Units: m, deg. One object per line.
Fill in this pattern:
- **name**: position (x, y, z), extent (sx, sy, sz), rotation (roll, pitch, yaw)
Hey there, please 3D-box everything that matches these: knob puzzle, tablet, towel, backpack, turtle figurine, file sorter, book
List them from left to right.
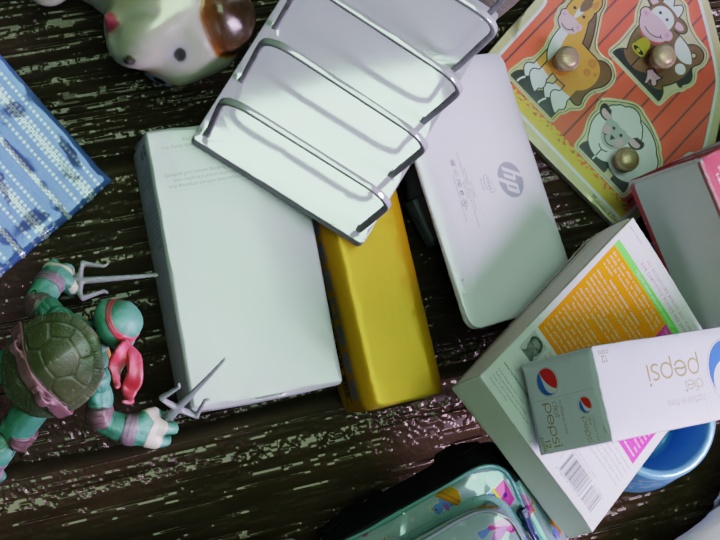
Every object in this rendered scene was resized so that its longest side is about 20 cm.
- **towel**: position (-0.296, -0.054, 1.099), extent (0.200, 0.024, 0.145), rotation (-42, 95, -15)
- **turtle figurine**: position (-0.198, 0.061, 1.041), extent (0.200, 0.101, 0.150), rotation (-29, 74, 19)
- **file sorter**: position (0.003, -0.145, 1.050), extent (0.139, 0.125, 0.200), rotation (32, 76, -6)
- **backpack**: position (0.077, 0.244, 1.087), extent (0.176, 0.153, 0.200), rotation (-30, 99, 6)
- **tablet**: position (0.093, -0.063, 1.156), extent (0.130, 0.014, 0.200), rotation (-13, 84, -44)
- **book**: position (0.167, 0.073, 1.102), extent (0.134, 0.048, 0.200), rotation (53, 51, -7)
- **knob puzzle**: position (0.211, -0.159, 1.239), extent (0.219, 0.030, 0.220), rotation (2, 82, -14)

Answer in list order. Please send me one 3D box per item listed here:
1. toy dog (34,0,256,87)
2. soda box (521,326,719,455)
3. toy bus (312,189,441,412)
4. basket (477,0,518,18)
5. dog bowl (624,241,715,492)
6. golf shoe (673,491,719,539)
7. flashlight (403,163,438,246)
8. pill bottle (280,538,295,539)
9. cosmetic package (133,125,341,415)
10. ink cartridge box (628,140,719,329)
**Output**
- **toy dog**: position (-0.152, -0.227, 1.115), extent (0.194, 0.139, 0.200), rotation (-11, 84, -52)
- **soda box**: position (0.206, 0.078, 1.063), extent (0.200, 0.068, 0.064), rotation (-6, 81, -40)
- **toy bus**: position (0.000, 0.000, 1.140), extent (0.065, 0.078, 0.200), rotation (-12, 87, -16)
- **basket**: position (0.047, -0.284, 1.153), extent (0.200, 0.180, 0.136), rotation (41, 83, -18)
- **dog bowl**: position (0.217, 0.070, 1.203), extent (0.111, 0.050, 0.200), rotation (-2, 83, -15)
- **golf shoe**: position (0.301, 0.181, 1.210), extent (0.200, 0.077, 0.088), rotation (-23, 69, -18)
- **flashlight**: position (0.027, -0.117, 1.172), extent (0.068, 0.068, 0.200), rotation (-30, 97, -46)
- **pill bottle**: position (-0.133, 0.246, 1.060), extent (0.200, 0.110, 0.110), rotation (-9, 86, -15)
- **cosmetic package**: position (-0.089, -0.003, 1.118), extent (0.113, 0.081, 0.200), rotation (-8, 86, -15)
- **ink cartridge box**: position (0.323, -0.042, 1.198), extent (0.200, 0.083, 0.145), rotation (-24, 91, -34)
